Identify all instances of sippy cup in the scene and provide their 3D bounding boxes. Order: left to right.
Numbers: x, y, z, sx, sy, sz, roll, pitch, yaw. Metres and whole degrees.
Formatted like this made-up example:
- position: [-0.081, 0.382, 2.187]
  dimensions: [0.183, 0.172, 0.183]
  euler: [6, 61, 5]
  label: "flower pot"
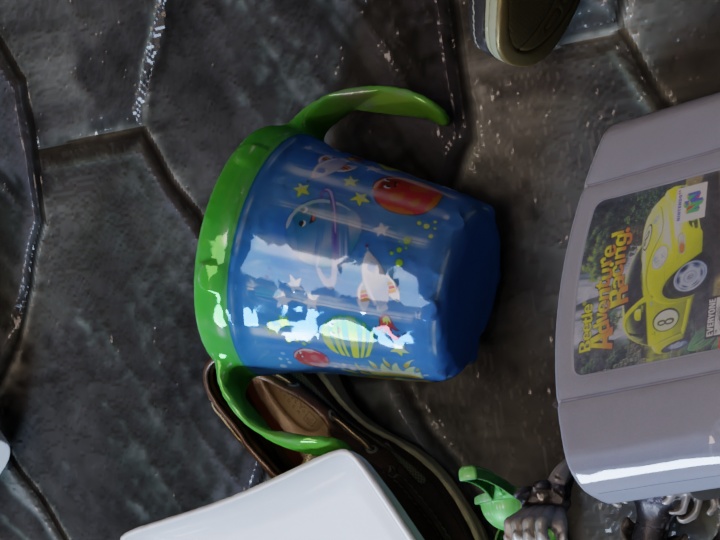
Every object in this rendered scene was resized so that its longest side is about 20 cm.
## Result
- position: [0.000, 0.000, 1.004]
  dimensions: [0.130, 0.140, 0.178]
  euler: [12, 112, 23]
  label: "sippy cup"

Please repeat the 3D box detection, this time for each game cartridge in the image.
- position: [0.154, 0.006, 0.883]
  dimensions: [0.133, 0.041, 0.200]
  euler: [-19, 51, 42]
  label: "game cartridge"

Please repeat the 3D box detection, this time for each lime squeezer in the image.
- position: [0.077, 0.141, 0.982]
  dimensions: [0.038, 0.071, 0.200]
  euler: [5, 137, 26]
  label: "lime squeezer"

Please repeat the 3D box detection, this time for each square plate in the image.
- position: [-0.011, 0.193, 1.044]
  dimensions: [0.198, 0.028, 0.200]
  euler: [-25, 106, 42]
  label: "square plate"

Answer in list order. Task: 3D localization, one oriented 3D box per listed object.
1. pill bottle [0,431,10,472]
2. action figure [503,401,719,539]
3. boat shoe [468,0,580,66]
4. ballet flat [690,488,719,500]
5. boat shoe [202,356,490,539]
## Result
- position: [-0.319, 0.063, 1.241]
  dimensions: [0.200, 0.109, 0.110]
  euler: [51, 120, 20]
  label: "pill bottle"
- position: [0.137, 0.135, 0.934]
  dimensions: [0.119, 0.102, 0.201]
  euler: [9, 101, 19]
  label: "action figure"
- position: [0.079, -0.205, 0.958]
  dimensions: [0.066, 0.072, 0.201]
  euler: [15, 102, 42]
  label: "boat shoe"
- position: [0.222, 0.034, 0.868]
  dimensions: [0.200, 0.067, 0.046]
  euler: [-38, 55, 17]
  label: "ballet flat"
- position: [-0.015, 0.115, 1.054]
  dimensions: [0.202, 0.075, 0.075]
  euler: [43, 118, 23]
  label: "boat shoe"
